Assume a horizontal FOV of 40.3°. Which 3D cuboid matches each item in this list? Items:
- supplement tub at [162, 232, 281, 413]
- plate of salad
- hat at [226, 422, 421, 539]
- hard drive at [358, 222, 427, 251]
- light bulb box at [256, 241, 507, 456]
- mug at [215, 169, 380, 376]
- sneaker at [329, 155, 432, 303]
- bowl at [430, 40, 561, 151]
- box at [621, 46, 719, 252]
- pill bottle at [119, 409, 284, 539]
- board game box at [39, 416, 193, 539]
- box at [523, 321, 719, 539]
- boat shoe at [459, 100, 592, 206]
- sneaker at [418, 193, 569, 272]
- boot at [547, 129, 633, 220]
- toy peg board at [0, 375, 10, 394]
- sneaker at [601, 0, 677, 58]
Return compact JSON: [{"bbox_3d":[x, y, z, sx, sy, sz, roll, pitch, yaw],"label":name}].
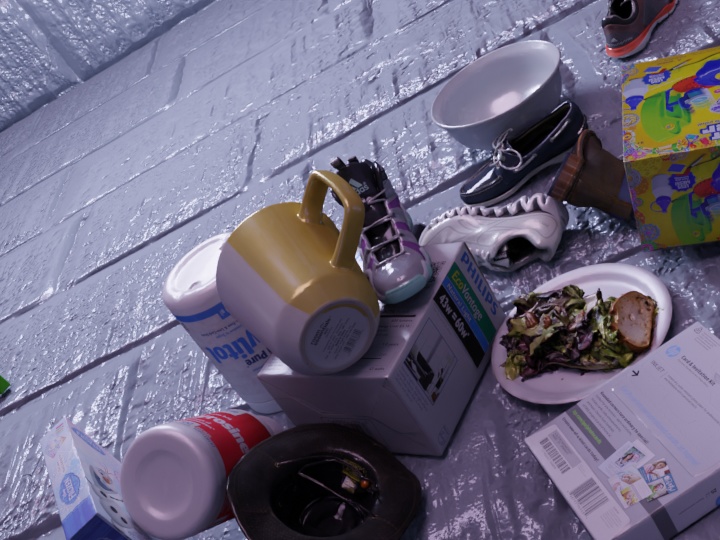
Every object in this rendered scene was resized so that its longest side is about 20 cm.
[{"bbox_3d":[-0.140,0.065,1.215,0.131,0.201,0.132,-25,31,16],"label":"supplement tub"},{"bbox_3d":[0.223,0.056,1.021,0.199,0.048,0.201,-25,32,17],"label":"plate of salad"},{"bbox_3d":[-0.041,0.239,0.961,0.198,0.082,0.201,9,29,-5],"label":"hat"},{"bbox_3d":[0.000,0.000,1.325,0.199,0.042,0.135,-14,36,32],"label":"hard drive"},{"bbox_3d":[0.028,0.085,1.095,0.197,0.125,0.201,-4,40,42],"label":"light bulb box"},{"bbox_3d":[-0.058,0.014,0.991,0.148,0.188,0.153,-24,36,-15],"label":"mug"},{"bbox_3d":[0.008,-0.060,1.053,0.077,0.140,0.200,-29,29,5],"label":"sneaker"},{"bbox_3d":[0.208,-0.233,1.404,0.200,0.091,0.202,-25,31,16],"label":"bowl"},{"bbox_3d":[0.386,-0.137,1.033,0.198,0.123,0.194,-9,38,20],"label":"box"},{"bbox_3d":[-0.152,0.207,1.031,0.111,0.113,0.200,-22,-9,20],"label":"pill bottle"},{"bbox_3d":[-0.238,0.267,1.023,0.043,0.200,0.199,-43,30,-5],"label":"board game box"},{"bbox_3d":[0.262,0.148,0.859,0.199,0.041,0.156,-35,30,1],"label":"box"},{"bbox_3d":[0.211,-0.153,1.307,0.199,0.062,0.075,-29,36,21],"label":"boat shoe"},{"bbox_3d":[0.155,-0.035,1.200,0.199,0.075,0.082,-13,45,34],"label":"sneaker"},{"bbox_3d":[0.292,-0.111,1.190,0.096,0.075,0.200,28,30,10],"label":"boot"},{"bbox_3d":[-0.705,0.225,1.678,0.200,0.098,0.199,-51,18,-27],"label":"toy peg board"},{"bbox_3d":[0.410,-0.401,1.449,0.077,0.082,0.201,-4,42,41],"label":"sneaker"}]
